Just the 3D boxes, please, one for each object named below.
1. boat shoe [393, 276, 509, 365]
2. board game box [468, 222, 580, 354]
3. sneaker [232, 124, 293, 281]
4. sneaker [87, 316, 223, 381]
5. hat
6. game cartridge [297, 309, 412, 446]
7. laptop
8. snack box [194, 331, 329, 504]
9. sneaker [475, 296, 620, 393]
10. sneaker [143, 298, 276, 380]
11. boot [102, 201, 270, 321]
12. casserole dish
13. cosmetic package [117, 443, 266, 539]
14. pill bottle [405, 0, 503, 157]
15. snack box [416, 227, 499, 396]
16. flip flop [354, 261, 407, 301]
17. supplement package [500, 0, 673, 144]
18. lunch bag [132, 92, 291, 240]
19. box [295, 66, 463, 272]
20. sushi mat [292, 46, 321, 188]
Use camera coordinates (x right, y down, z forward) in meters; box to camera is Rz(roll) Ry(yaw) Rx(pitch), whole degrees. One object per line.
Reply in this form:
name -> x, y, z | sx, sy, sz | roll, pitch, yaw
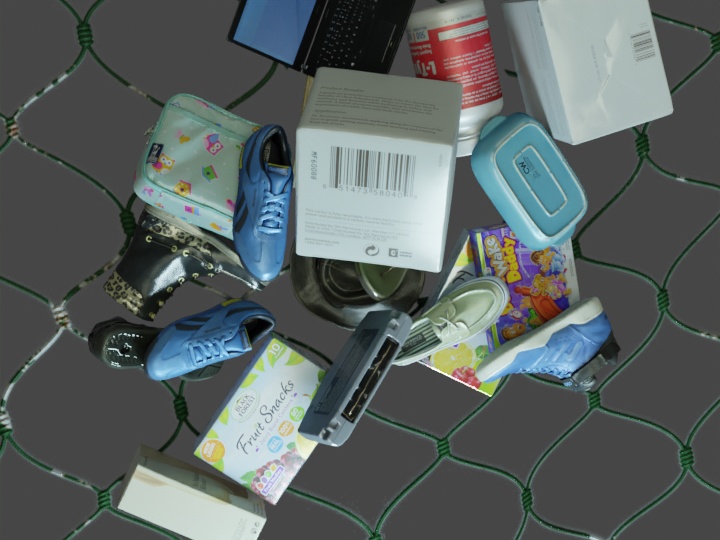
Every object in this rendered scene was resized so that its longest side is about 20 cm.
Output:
boat shoe -> 0.117, 0.077, 1.729 | 0.199, 0.062, 0.072 | -35, 88, 20
board game box -> 0.235, 0.030, 1.766 | 0.133, 0.045, 0.202 | -12, 100, -7
sneaker -> -0.121, -0.089, 1.619 | 0.065, 0.078, 0.202 | 6, 76, -24
sneaker -> -0.291, 0.106, 1.762 | 0.198, 0.114, 0.077 | 8, 95, -36
hat -> 0.000, 0.000, 1.766 | 0.198, 0.081, 0.203 | -1, 100, -7
game cartridge -> -0.010, 0.144, 1.706 | 0.041, 0.133, 0.201 | 34, 77, -11
laptop -> -0.046, -0.349, 1.674 | 0.199, 0.103, 0.179 | 22, 94, 26
snack box -> -0.125, 0.210, 1.796 | 0.142, 0.053, 0.201 | 34, 94, -11
sneaker -> 0.262, 0.130, 1.722 | 0.199, 0.077, 0.112 | -29, 92, -11
sneaker -> -0.202, 0.095, 1.714 | 0.199, 0.078, 0.067 | -27, 121, -37
boot -> -0.241, 0.010, 1.746 | 0.203, 0.074, 0.154 | 33, 98, -5
casserole dish -> 0.233, -0.120, 1.695 | 0.121, 0.039, 0.201 | -41, 104, -16
cosmetic package -> -0.238, 0.327, 1.788 | 0.199, 0.105, 0.072 | 25, 95, -12
pill bottle -> 0.132, -0.262, 1.717 | 0.111, 0.112, 0.202 | -14, 102, -4
snack box -> 0.168, 0.060, 1.811 | 0.141, 0.053, 0.201 | 26, 95, -13
flip flop -> 0.063, -0.035, 1.728 | 0.200, 0.057, 0.081 | -40, 99, -38
supplement package -> 0.299, -0.288, 1.689 | 0.146, 0.200, 0.193 | -17, 103, -4
lunch bag -> -0.199, -0.143, 1.696 | 0.199, 0.077, 0.162 | 24, 68, -13
box -> 0.023, -0.132, 1.637 | 0.197, 0.172, 0.201 | 7, 127, 4
sushi mat -> -0.038, -0.204, 1.759 | 0.095, 0.012, 0.202 | 8, 99, -9
